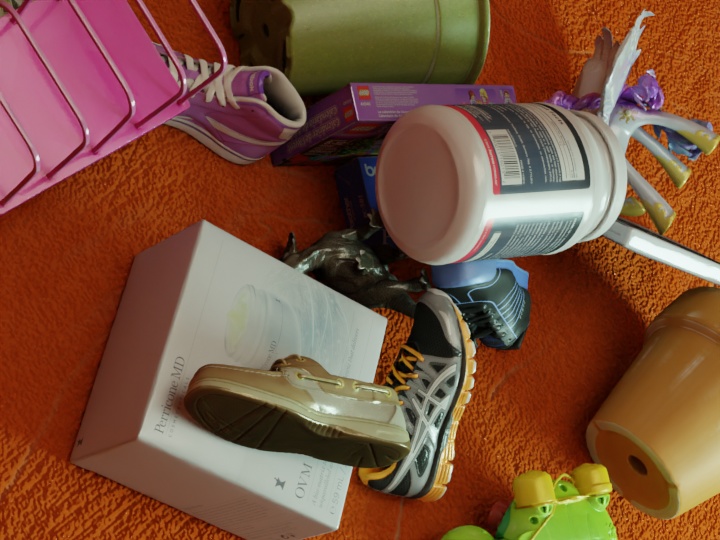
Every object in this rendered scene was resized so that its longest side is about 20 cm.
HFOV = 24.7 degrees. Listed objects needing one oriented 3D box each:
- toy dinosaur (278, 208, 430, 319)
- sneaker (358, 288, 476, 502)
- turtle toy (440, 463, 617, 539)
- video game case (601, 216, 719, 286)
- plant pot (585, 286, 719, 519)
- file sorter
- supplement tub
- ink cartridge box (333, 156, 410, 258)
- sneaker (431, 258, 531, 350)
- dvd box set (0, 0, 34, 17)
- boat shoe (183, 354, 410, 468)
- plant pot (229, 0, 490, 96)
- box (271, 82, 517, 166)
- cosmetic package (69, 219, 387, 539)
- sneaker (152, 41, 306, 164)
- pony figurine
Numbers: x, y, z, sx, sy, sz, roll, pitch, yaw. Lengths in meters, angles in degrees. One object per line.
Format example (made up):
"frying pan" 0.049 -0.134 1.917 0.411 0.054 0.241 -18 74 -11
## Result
"toy dinosaur" 0.000 0.000 1.515 0.200 0.102 0.077 20 63 -39
"sneaker" 0.049 0.115 1.489 0.077 0.078 0.200 3 99 -25
"turtle toy" 0.161 0.262 1.540 0.200 0.101 0.146 -1 75 -37
"video game case" 0.295 -0.030 1.701 0.200 0.182 0.023 20 97 -31
"plant pot" 0.335 0.149 1.668 0.183 0.200 0.200 -38 100 -23
"file sorter" -0.227 -0.161 1.305 0.200 0.125 0.139 -34 95 -31
"supplement tub" 0.127 -0.080 1.480 0.200 0.140 0.140 -5 79 -38
"ink cartridge box" 0.073 -0.063 1.616 0.200 0.044 0.094 -4 76 -38
"sneaker" 0.120 0.033 1.564 0.200 0.070 0.078 15 72 -66
"dvd box set" -0.333 -0.199 1.357 0.146 0.029 0.200 0 75 -37
"boat shoe" -0.050 0.104 1.299 0.200 0.074 0.066 21 51 -33
"plant pot" -0.014 -0.239 1.536 0.190 0.200 0.200 -15 85 -26
"box" 0.032 -0.136 1.549 0.200 0.137 0.039 -4 78 -38
"cosmetic package" -0.106 0.098 1.377 0.200 0.123 0.199 28 60 -26
"sneaker" -0.138 -0.168 1.445 0.200 0.114 0.073 22 64 -29
"pony figurine" 0.270 -0.159 1.732 0.200 0.167 0.193 32 81 -3
